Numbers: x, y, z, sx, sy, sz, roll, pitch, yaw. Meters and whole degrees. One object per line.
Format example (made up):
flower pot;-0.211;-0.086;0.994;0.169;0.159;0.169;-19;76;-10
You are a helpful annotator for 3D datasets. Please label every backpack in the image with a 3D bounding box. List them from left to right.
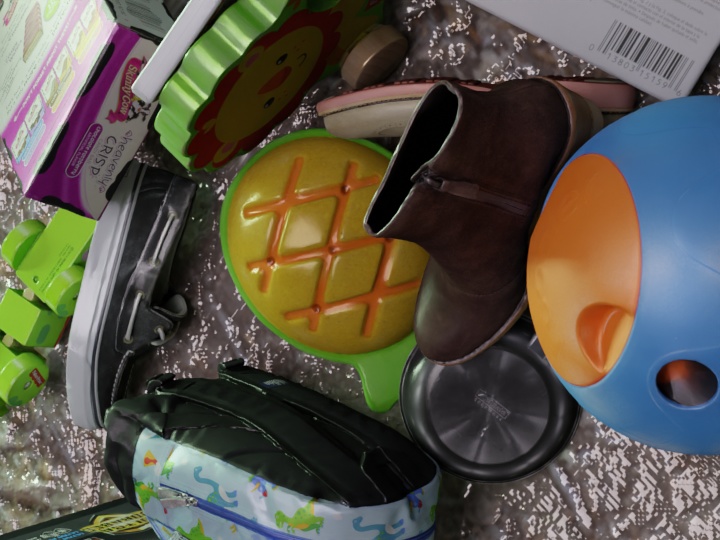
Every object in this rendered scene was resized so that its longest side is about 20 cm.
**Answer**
backpack;-0.040;0.142;1.433;0.200;0.163;0.154;4;98;39

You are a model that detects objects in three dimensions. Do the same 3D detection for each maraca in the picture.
maraca;0.000;0.000;1.452;0.137;0.107;0.200;-44;90;9

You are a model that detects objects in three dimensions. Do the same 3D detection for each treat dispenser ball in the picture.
treat dispenser ball;0.193;0.003;1.275;0.201;0.201;0.201;1;92;31

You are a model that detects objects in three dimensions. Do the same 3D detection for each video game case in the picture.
video game case;-0.063;-0.178;1.428;0.017;0.200;0.143;39;112;6

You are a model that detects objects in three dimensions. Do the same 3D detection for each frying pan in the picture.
frying pan;0.113;0.064;1.416;0.190;0.031;0.115;-27;100;12

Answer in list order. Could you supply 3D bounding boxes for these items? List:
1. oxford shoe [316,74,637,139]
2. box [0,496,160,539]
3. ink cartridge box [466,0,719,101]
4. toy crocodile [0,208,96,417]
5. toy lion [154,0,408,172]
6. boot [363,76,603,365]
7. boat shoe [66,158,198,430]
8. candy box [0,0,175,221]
oxford shoe;0.069;-0.082;1.405;0.200;0.071;0.074;2;98;17
box;-0.152;0.209;1.478;0.198;0.200;0.050;12;105;40
ink cartridge box;0.142;-0.214;1.324;0.200;0.044;0.174;25;108;-14
toy crocodile;-0.231;0.029;1.623;0.067;0.062;0.200;38;105;25
toy lion;-0.042;-0.149;1.400;0.069;0.192;0.200;45;141;16
boot;0.048;-0.027;1.315;0.072;0.166;0.200;41;115;28
boat shoe;-0.154;0.024;1.563;0.071;0.072;0.200;14;113;4
candy box;-0.190;-0.143;1.532;0.136;0.061;0.200;-58;33;20
